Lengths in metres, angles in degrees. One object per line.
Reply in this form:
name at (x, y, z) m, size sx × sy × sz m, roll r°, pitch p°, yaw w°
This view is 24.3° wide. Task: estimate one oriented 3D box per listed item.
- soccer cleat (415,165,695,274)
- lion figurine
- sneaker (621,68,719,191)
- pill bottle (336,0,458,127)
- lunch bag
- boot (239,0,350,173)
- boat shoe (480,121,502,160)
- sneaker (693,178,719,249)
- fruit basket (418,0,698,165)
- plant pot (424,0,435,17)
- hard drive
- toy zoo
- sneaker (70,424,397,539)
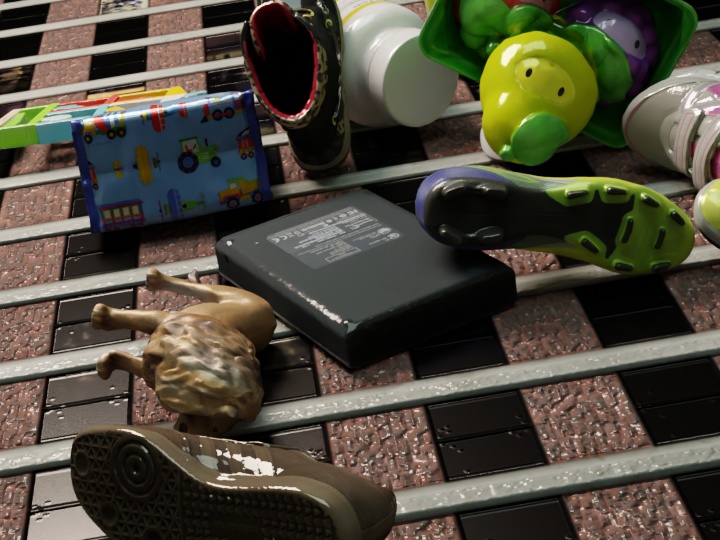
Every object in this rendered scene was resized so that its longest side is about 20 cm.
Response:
soccer cleat at (0.135, -0.041, 1.165) m, size 0.197 × 0.066 × 0.084 m, roll 6°, pitch 13°, yaw -8°
lion figurine at (-0.098, 0.043, 1.092) m, size 0.121 × 0.073 × 0.200 m, roll 8°, pitch 24°, yaw 15°
sneaker at (0.276, -0.096, 1.257) m, size 0.199 × 0.082 × 0.088 m, roll 14°, pitch 31°, yaw 40°
pill bottle at (0.000, -0.192, 1.510) m, size 0.110 × 0.113 × 0.199 m, roll -21°, pitch 28°, yaw -26°
lunch bag at (-0.156, -0.100, 1.417) m, size 0.149 × 0.095 × 0.200 m, roll -10°, pitch 9°, yaw -3°
boot at (-0.057, -0.190, 1.370) m, size 0.072 × 0.203 × 0.151 m, roll -9°, pitch -9°, yaw 7°
boat shoe at (0.139, -0.153, 1.446) m, size 0.068 × 0.057 × 0.200 m, roll -3°, pitch 25°, yaw 11°
sneaker at (0.326, -0.057, 1.137) m, size 0.197 × 0.077 × 0.076 m, roll -7°, pitch 68°, yaw 8°
fruit basket at (0.152, -0.179, 1.336) m, size 0.214 × 0.157 × 0.216 m, roll 22°, pitch 26°, yaw -11°
plant pot at (0.143, -0.307, 1.620) m, size 0.179 × 0.202 × 0.200 m, roll -14°, pitch 25°, yaw 6°
hard drive at (0.000, 0.000, 1.195) m, size 0.138 × 0.033 × 0.200 m, roll -20°, pitch 27°, yaw -24°
toy zoo at (-0.240, -0.145, 1.564) m, size 0.197 × 0.021 × 0.131 m, roll -8°, pitch 14°, yaw 1°
sneaker at (-0.072, 0.128, 0.931) m, size 0.198 × 0.071 × 0.075 m, roll 13°, pitch 13°, yaw 32°
